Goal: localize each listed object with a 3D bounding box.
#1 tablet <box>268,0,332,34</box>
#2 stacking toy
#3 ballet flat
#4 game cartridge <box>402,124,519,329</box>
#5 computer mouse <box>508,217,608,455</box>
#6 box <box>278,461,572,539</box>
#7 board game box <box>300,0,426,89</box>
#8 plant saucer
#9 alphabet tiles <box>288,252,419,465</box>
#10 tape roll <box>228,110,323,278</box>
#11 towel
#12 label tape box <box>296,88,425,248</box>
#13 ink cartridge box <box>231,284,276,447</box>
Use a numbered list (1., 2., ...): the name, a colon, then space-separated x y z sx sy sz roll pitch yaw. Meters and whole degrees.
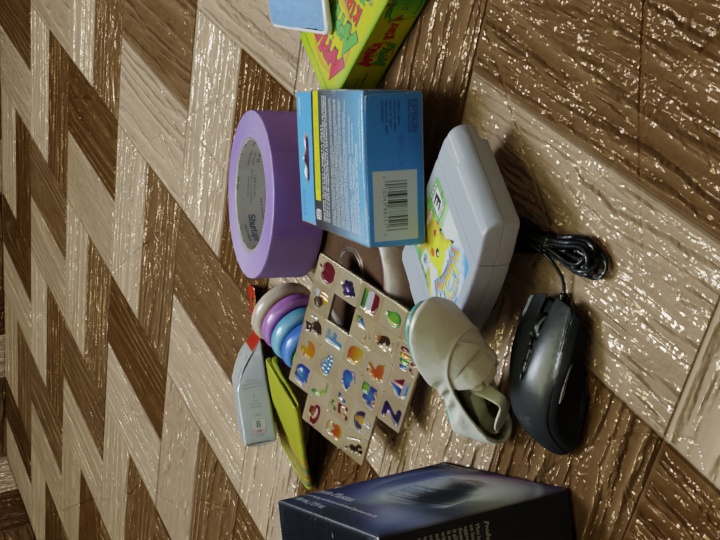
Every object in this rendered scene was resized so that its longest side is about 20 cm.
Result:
1. tablet: -0.075 -0.352 1.072 0.130 0.014 0.201 26 129 54
2. stacking toy: -0.049 0.104 1.213 0.200 0.085 0.086 48 137 38
3. ballet flat: 0.097 0.093 0.900 0.069 0.069 0.200 53 173 41
4. game cartridge: 0.087 -0.016 0.934 0.200 0.040 0.134 108 150 -50
5. computer mouse: 0.141 0.054 0.887 0.140 0.046 0.201 34 126 53
6. box: 0.057 0.259 0.933 0.200 0.198 0.124 -5 91 61
7. board game box: 0.006 -0.269 1.044 0.200 0.047 0.102 -54 51 51
8. plant saucer: 0.000 0.000 1.142 0.200 0.032 0.201 25 120 56
9. alphabet tiles: -0.008 0.106 1.117 0.167 0.008 0.201 33 121 33
10. tape roll: -0.104 -0.091 1.237 0.200 0.065 0.201 179 90 -67
11. towel: -0.086 0.196 1.297 0.086 0.018 0.200 53 159 36
12. label tape box: -0.003 -0.109 1.024 0.200 0.063 0.145 -154 60 -67
13. ink cartridge box: -0.154 0.124 1.383 0.163 0.057 0.201 -178 76 -81
